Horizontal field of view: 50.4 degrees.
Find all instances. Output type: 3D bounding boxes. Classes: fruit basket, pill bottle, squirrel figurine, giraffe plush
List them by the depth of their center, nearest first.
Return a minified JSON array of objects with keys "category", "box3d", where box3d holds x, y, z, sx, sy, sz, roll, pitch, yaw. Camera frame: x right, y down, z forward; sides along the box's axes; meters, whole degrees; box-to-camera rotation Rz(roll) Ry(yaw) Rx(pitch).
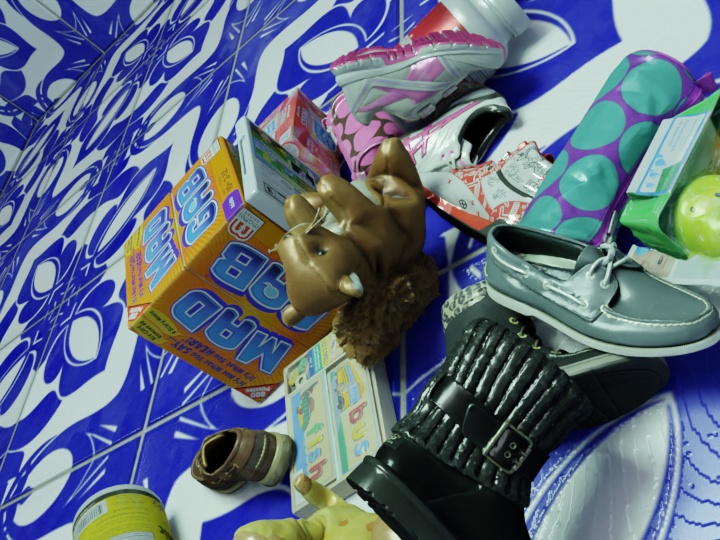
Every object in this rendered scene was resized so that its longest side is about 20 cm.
[{"category":"fruit basket","box3d":[0.289,-0.070,0.550,0.186,0.094,0.200,-60,15,-10]},{"category":"giraffe plush","box3d":[0.022,0.232,0.602,0.162,0.173,0.200,-24,7,22]},{"category":"squirrel figurine","box3d":[0.000,0.000,0.759,0.141,0.200,0.187,-21,20,27]},{"category":"pill bottle","box3d":[-0.257,0.342,0.853,0.111,0.111,0.200,-51,33,4]},{"category":"pill bottle","box3d":[0.111,-0.269,0.962,0.200,0.112,0.112,-42,34,16]}]

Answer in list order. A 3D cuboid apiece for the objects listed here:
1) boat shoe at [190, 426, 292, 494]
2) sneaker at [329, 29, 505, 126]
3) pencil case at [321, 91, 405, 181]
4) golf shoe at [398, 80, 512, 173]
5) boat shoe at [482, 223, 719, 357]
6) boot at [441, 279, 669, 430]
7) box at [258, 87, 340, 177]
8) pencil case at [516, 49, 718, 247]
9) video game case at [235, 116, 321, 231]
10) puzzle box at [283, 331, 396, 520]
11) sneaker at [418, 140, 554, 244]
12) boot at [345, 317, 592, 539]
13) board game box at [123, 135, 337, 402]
[{"category":"boat shoe","box3d":[-0.151,0.209,0.869,0.200,0.067,0.072,-26,45,53]},{"category":"sneaker","box3d":[0.070,-0.221,0.886,0.199,0.088,0.081,-9,26,10]},{"category":"pencil case","box3d":[0.010,-0.173,1.023,0.093,0.091,0.200,-15,34,-6]},{"category":"golf shoe","box3d":[0.091,-0.135,0.899,0.200,0.073,0.092,-48,35,8]},{"category":"boat shoe","box3d":[0.175,0.009,0.586,0.073,0.062,0.200,-32,33,-30]},{"category":"boot","box3d":[0.147,0.061,0.650,0.203,0.073,0.154,-27,37,30]},{"category":"box","box3d":[-0.097,-0.172,1.118,0.103,0.095,0.200,-40,25,19]},{"category":"pencil case","box3d":[0.224,-0.095,0.680,0.092,0.085,0.200,24,79,52]},{"category":"video game case","box3d":[-0.066,-0.082,0.926,0.022,0.200,0.182,-42,35,18]},{"category":"puzzle box","box3d":[-0.025,0.149,0.822,0.133,0.025,0.200,-38,36,21]},{"category":"sneaker","box3d":[0.139,-0.089,0.804,0.108,0.067,0.201,-51,36,1]},{"category":"boot","box3d":[0.111,0.152,0.527,0.158,0.211,0.079,-45,5,-19]},{"category":"board game box","box3d":[-0.151,-0.003,0.959,0.200,0.200,0.200,-45,33,11]}]
